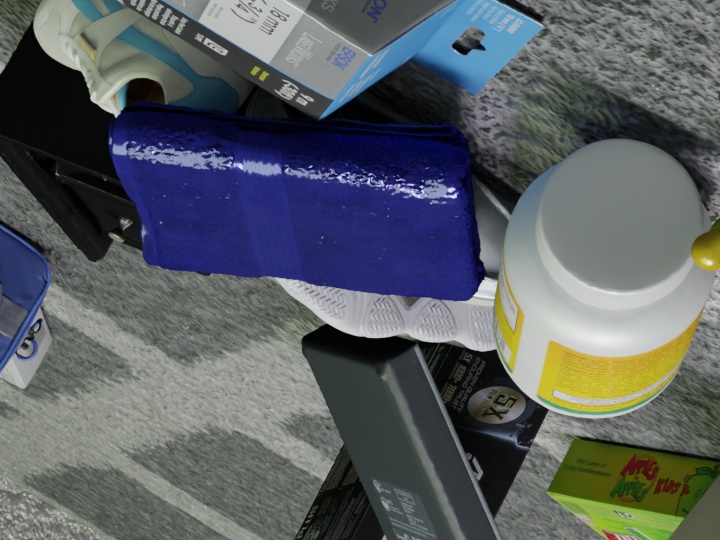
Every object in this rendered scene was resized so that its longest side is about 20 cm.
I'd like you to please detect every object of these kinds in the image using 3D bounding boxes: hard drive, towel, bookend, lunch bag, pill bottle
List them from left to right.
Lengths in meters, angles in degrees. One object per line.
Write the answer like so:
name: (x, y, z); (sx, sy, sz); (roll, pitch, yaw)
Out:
lunch bag: (-0.349, 0.015, 2.394); (0.200, 0.136, 0.132); (31, 165, -8)
bookend: (-0.107, -0.055, 1.837); (0.198, 0.092, 0.200); (22, 164, 24)
towel: (-0.031, -0.041, 1.619); (0.199, 0.050, 0.148); (8, 153, 9)
hard drive: (0.035, 0.132, 1.861); (0.200, 0.033, 0.140); (66, 161, -15)
pill bottle: (0.130, 0.002, 1.567); (0.113, 0.113, 0.200); (27, 164, 8)

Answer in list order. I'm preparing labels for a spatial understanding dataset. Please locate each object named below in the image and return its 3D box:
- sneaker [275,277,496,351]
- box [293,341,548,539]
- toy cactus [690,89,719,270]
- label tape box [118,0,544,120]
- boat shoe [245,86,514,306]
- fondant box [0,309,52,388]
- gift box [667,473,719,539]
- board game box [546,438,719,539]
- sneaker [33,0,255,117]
sneaker: (0.000, 0.000, 1.790); (0.200, 0.076, 0.114); (16, 180, -40)
box: (0.034, 0.154, 2.040); (0.086, 0.200, 0.164); (31, 164, -11)
toy cactus: (0.218, -0.026, 1.394); (0.165, 0.102, 0.200); (49, 165, -27)
label tape box: (-0.023, -0.133, 1.498); (0.200, 0.063, 0.144); (31, 165, -5)
boat shoe: (0.024, -0.046, 1.677); (0.201, 0.070, 0.072); (34, 167, -7)
fondant box: (-0.378, 0.020, 2.608); (0.200, 0.058, 0.144); (26, 164, 8)
gift box: (0.291, 0.203, 1.797); (0.184, 0.187, 0.200); (20, 143, 36)
board game box: (0.232, 0.171, 2.035); (0.102, 0.048, 0.200); (38, 162, -30)
sneaker: (-0.133, -0.124, 1.688); (0.076, 0.081, 0.200); (38, 163, -34)
